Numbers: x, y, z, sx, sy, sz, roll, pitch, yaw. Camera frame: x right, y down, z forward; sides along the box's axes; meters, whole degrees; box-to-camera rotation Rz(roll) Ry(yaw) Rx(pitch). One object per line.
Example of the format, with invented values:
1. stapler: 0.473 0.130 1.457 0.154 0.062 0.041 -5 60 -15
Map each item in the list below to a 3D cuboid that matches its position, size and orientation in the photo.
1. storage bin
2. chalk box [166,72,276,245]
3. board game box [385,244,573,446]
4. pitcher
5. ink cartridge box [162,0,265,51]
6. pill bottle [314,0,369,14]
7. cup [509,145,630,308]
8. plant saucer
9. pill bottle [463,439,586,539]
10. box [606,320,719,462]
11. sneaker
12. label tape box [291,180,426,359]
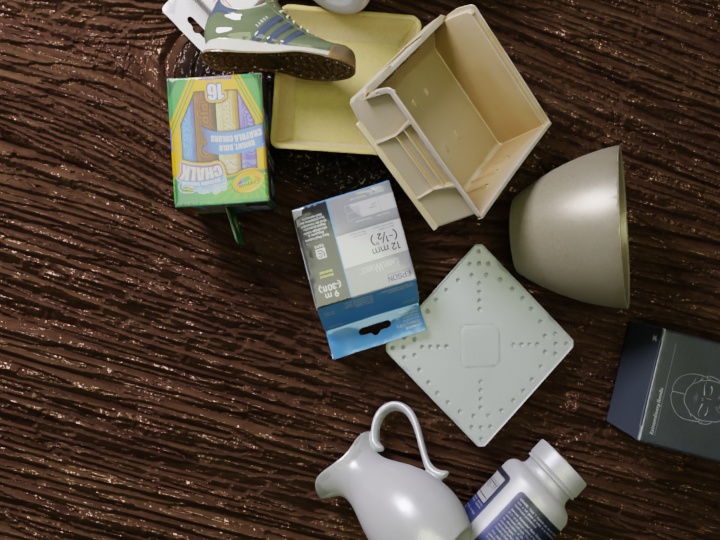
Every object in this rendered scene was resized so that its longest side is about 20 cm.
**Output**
1. storage bin: 0.115 -0.196 0.853 0.200 0.093 0.201 50 58 -15
2. chalk box: -0.175 -0.137 0.885 0.120 0.125 0.207 -3 90 -3
3. board game box: 0.166 0.105 0.954 0.200 0.026 0.200 44 89 -3
4. pitcher: 0.060 0.286 0.887 0.198 0.121 0.173 31 81 34
5. ink cartridge box: -0.170 -0.395 0.908 0.116 0.067 0.201 42 89 -3
6. pill bottle: -0.004 -0.450 0.885 0.102 0.104 0.205 21 74 -3
7. cup: 0.275 -0.051 0.890 0.139 0.199 0.208 -4 91 25
8. plant saucer: -0.018 -0.246 0.910 0.193 0.049 0.207 3 78 -4
9. pill bottle: 0.209 0.332 0.917 0.111 0.111 0.200 44 90 -3
10. box: 0.463 0.171 0.928 0.194 0.107 0.153 15 91 -3
11. sneaker: -0.100 -0.300 0.855 0.193 0.067 0.093 3 77 -6
12. label tape box: 0.000 0.000 0.912 0.139 0.066 0.206 -15 82 -1
